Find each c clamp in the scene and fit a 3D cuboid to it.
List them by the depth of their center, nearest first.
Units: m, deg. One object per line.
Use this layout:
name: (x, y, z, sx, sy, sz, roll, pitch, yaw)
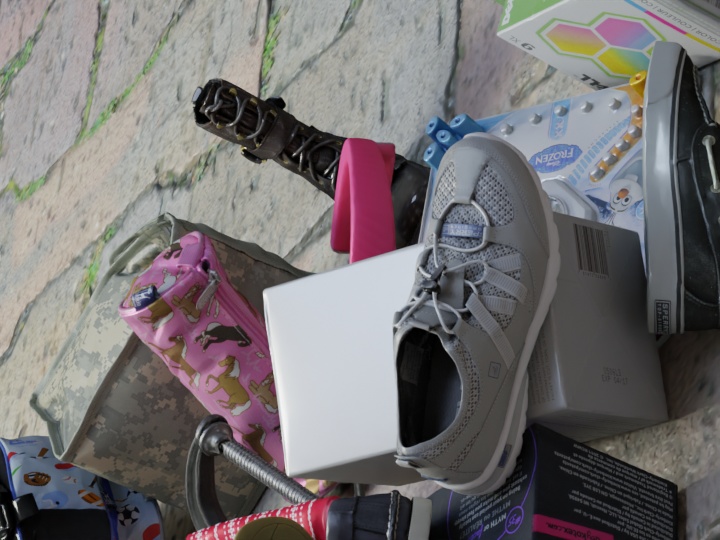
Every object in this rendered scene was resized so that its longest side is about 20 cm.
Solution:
c clamp: (-0.053, 0.158, 1.823, 0.200, 0.027, 0.171, 25, 132, 42)

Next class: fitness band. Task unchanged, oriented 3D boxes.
fitness band: (0.000, 0.000, 1.816, 0.200, 0.037, 0.144, 97, 175, -53)

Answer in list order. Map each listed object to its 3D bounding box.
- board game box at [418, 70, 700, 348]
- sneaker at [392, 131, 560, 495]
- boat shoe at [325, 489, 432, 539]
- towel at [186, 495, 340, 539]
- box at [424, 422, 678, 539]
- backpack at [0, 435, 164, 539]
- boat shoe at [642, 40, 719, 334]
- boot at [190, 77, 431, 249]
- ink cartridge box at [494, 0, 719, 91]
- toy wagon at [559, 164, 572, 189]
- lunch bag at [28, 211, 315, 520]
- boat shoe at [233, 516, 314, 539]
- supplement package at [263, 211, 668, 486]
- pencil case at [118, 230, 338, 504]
board game box: (0.112, -0.029, 1.725, 0.200, 0.026, 0.200, -12, 54, 34)
sneaker: (0.058, 0.021, 1.497, 0.075, 0.082, 0.200, -2, 81, 35)
boat shoe: (-0.006, 0.183, 1.591, 0.200, 0.063, 0.073, 110, 169, -58)
towel: (-0.050, 0.229, 1.799, 0.200, 0.022, 0.145, -21, 82, 56)
box: (0.101, 0.207, 1.516, 0.122, 0.106, 0.200, -40, 34, 44)
backpack: (-0.225, 0.211, 2.049, 0.191, 0.154, 0.200, -127, 41, -55)
boat shoe: (0.199, -0.049, 1.618, 0.071, 0.064, 0.200, 81, -170, -58)
boot: (-0.036, -0.080, 1.942, 0.069, 0.174, 0.200, -63, 18, -2)
ink cartridge box: (0.158, -0.164, 1.748, 0.200, 0.104, 0.059, -21, 49, 56)
toy wagon: (0.083, 0.004, 1.816, 0.200, 0.040, 0.155, -45, 31, 37)
lunch bag: (-0.121, 0.064, 2.002, 0.200, 0.164, 0.118, -58, 29, 11)
boat shoe: (-0.041, 0.251, 1.699, 0.063, 0.073, 0.201, 116, 139, -56)
supplement package: (0.060, 0.049, 1.618, 0.200, 0.121, 0.120, -17, 75, 32)
pencil case: (-0.077, 0.070, 1.879, 0.083, 0.200, 0.087, -39, 15, 4)
